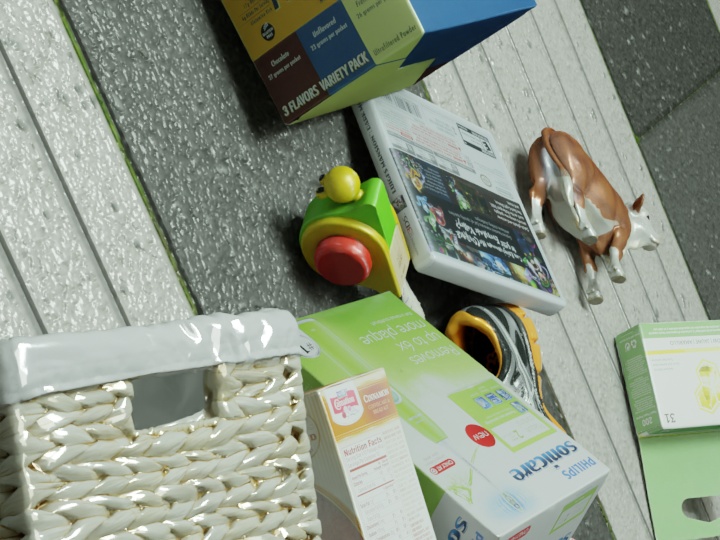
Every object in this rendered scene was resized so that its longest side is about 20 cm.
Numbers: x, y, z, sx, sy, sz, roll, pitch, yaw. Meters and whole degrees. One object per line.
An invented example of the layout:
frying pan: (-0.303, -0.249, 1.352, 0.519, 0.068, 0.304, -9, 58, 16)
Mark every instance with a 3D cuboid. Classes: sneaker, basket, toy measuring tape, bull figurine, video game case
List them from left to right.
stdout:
basket: (-0.141, 0.117, 0.701, 0.197, 0.198, 0.163, -4, 79, -55)
toy measuring tape: (0.000, 0.000, 1.106, 0.201, 0.072, 0.074, 70, 25, -45)
video game case: (0.077, -0.060, 1.223, 0.199, 0.023, 0.184, 18, 44, -51)
sneaker: (0.111, 0.118, 1.183, 0.077, 0.078, 0.202, 15, 51, -52)
bull figurine: (0.216, -0.049, 1.418, 0.200, 0.065, 0.123, 39, 42, -38)

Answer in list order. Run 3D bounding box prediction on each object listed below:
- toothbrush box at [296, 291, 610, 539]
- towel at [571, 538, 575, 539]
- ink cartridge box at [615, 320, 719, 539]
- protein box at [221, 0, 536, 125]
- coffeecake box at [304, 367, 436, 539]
toothbrush box: (0.033, 0.114, 0.958, 0.200, 0.087, 0.145, 40, 30, 24)
towel: (0.227, 0.318, 1.287, 0.199, 0.030, 0.148, 31, 50, -45)
ink cartridge box: (0.330, 0.151, 1.457, 0.144, 0.048, 0.203, -1, 71, -30)
protein box: (-0.004, -0.240, 1.108, 0.198, 0.134, 0.202, -26, 87, -57)
coffeecake box: (-0.034, 0.176, 0.866, 0.073, 0.152, 0.203, -12, 84, -56)
